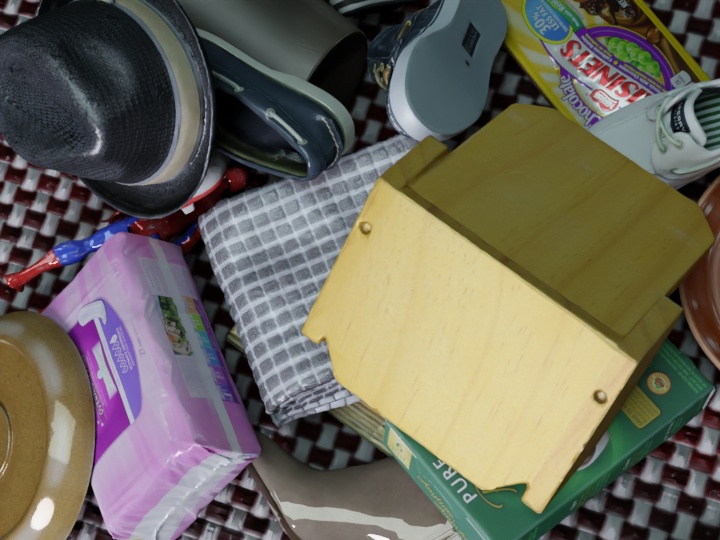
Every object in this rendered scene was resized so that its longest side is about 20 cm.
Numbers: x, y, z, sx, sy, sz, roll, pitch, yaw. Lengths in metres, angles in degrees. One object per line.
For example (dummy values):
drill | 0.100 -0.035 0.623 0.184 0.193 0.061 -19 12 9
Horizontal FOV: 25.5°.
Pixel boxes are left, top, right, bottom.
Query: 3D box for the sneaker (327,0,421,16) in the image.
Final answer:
sneaker | 0.014 -0.270 1.246 0.076 0.115 0.201 -7 38 41

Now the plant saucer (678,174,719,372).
plant saucer | 0.322 0.003 1.101 0.200 0.032 0.201 -4 73 15

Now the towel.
towel | 0.000 0.000 1.140 0.200 0.086 0.166 -22 69 -4

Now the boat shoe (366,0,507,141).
boat shoe | 0.042 -0.136 1.145 0.091 0.200 0.071 -28 109 33

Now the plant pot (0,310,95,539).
plant pot | -0.269 0.128 1.178 0.200 0.027 0.201 -10 75 42

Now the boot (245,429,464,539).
boot | 0.020 0.158 1.117 0.146 0.070 0.200 -37 77 4

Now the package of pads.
package of pads | -0.155 0.085 1.149 0.121 0.076 0.200 -44 54 27

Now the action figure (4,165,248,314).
action figure | -0.174 -0.025 1.233 0.200 0.052 0.066 -31 75 -1

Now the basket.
basket | -0.106 -0.180 1.212 0.200 0.136 0.181 30 118 15

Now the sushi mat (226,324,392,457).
sushi mat | 0.000 0.065 1.178 0.200 0.012 0.096 33 84 20

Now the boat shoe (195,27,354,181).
boat shoe | -0.103 -0.115 1.127 0.200 0.075 0.062 27 45 15

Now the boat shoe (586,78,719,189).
boat shoe | 0.230 -0.103 1.103 0.200 0.067 0.074 -20 72 16

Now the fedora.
fedora | -0.192 -0.119 1.096 0.200 0.091 0.201 17 115 41

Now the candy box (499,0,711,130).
candy box | 0.183 -0.152 1.185 0.102 0.026 0.200 -38 69 6

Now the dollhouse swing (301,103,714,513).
dollhouse swing | 0.107 0.014 1.068 0.200 0.176 0.182 35 118 14

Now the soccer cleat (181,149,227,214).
soccer cleat | -0.177 -0.098 1.198 0.069 0.085 0.200 -45 40 -20

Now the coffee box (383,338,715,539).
coffee box | 0.127 0.099 1.083 0.200 0.044 0.123 -35 68 -21
